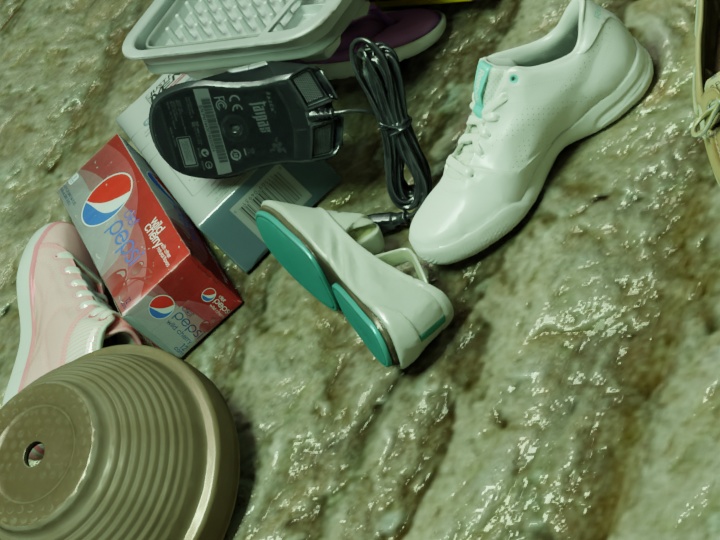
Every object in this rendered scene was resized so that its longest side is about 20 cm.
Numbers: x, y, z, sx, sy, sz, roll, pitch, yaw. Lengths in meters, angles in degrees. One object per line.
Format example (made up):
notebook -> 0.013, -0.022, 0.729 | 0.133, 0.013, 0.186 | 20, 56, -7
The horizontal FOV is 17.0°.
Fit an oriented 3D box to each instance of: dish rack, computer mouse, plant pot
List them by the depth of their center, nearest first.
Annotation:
plant pot -> -0.185, 0.133, 1.577 | 0.200, 0.093, 0.202 | -15, 60, 28
computer mouse -> -0.041, -0.084, 1.654 | 0.199, 0.141, 0.046 | -11, 21, 27
dish rack -> -0.060, -0.199, 1.718 | 0.199, 0.044, 0.172 | -2, 44, 40

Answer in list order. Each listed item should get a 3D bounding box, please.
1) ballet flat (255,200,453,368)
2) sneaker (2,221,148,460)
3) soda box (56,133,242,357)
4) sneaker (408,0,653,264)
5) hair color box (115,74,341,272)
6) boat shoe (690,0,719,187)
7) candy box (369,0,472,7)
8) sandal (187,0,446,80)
ballet flat -> 0.000, 0.000, 1.595 | 0.069, 0.069, 0.200 | -47, 39, 0
sneaker -> -0.194, 0.039, 1.743 | 0.104, 0.075, 0.201 | -22, 45, 28
soda box -> -0.157, -0.019, 1.767 | 0.070, 0.063, 0.200 | -42, 36, 5
sneaker -> 0.092, -0.096, 1.560 | 0.200, 0.088, 0.075 | -46, 36, 1
hair color box -> -0.101, -0.090, 1.782 | 0.099, 0.061, 0.200 | -44, 35, 2
boat shoe -> 0.230, -0.124, 1.465 | 0.073, 0.063, 0.200 | -25, 40, 26
candy box -> 0.011, -0.244, 1.773 | 0.026, 0.103, 0.200 | -26, 17, -34
sandal -> -0.039, -0.173, 1.749 | 0.202, 0.050, 0.083 | -7, 32, 13
